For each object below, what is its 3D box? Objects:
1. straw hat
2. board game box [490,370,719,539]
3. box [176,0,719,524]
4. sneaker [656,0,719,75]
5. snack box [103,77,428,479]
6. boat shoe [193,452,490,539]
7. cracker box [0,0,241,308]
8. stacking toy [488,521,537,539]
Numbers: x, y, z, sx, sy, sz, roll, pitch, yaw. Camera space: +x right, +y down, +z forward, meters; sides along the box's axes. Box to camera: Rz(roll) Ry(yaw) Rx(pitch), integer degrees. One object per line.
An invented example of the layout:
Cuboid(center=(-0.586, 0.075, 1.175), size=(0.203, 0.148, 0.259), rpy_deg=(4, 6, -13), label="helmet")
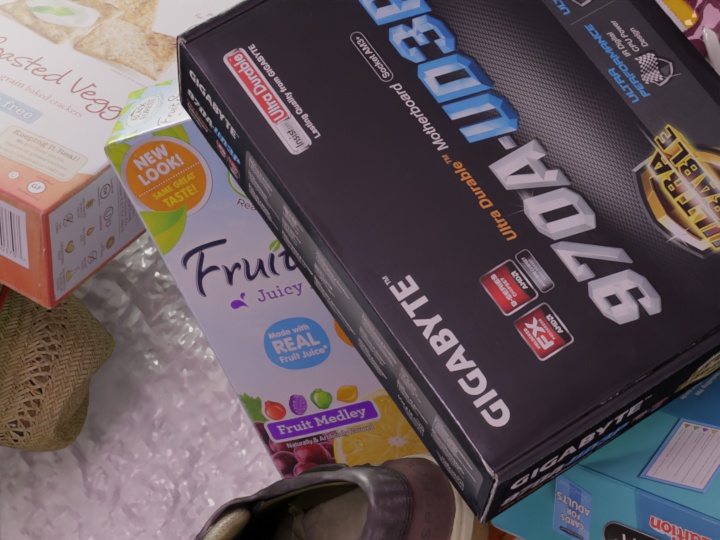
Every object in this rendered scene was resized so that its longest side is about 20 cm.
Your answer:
Cuboid(center=(-0.165, 0.043, 0.980), size=(0.084, 0.201, 0.203), rpy_deg=(18, 74, -11), label="straw hat")
Cuboid(center=(0.166, 0.066, 0.718), size=(0.199, 0.047, 0.151), rpy_deg=(20, 42, 38), label="board game box")
Cuboid(center=(0.052, -0.036, 0.722), size=(0.158, 0.046, 0.201), rpy_deg=(-30, 69, -17), label="box")
Cuboid(center=(0.116, -0.071, 0.797), size=(0.089, 0.075, 0.202), rpy_deg=(-3, 57, 32), label="sneaker")
Cuboid(center=(0.000, 0.000, 0.859), size=(0.141, 0.201, 0.053), rpy_deg=(-15, 30, 19), label="snack box")
Cuboid(center=(-0.037, 0.117, 0.798), size=(0.200, 0.066, 0.072), rpy_deg=(-31, 54, 39), label="boat shoe")
Cuboid(center=(-0.128, -0.081, 0.926), size=(0.133, 0.058, 0.200), rpy_deg=(25, 44, 23), label="cracker box")
Cuboid(center=(0.082, 0.133, 0.754), size=(0.109, 0.116, 0.200), rpy_deg=(-33, 52, -7), label="stacking toy")
